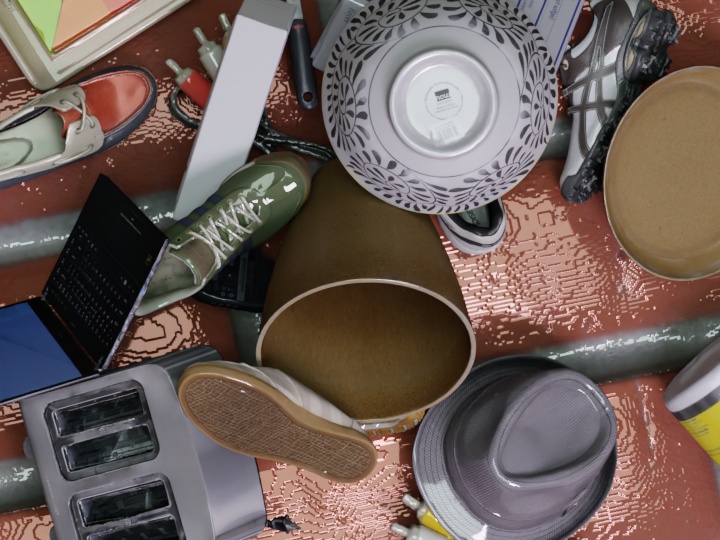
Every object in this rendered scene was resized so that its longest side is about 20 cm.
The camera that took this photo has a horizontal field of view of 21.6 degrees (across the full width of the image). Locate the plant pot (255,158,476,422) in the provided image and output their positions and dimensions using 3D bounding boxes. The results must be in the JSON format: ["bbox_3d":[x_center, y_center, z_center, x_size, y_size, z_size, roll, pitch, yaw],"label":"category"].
[{"bbox_3d":[0.000,0.000,1.657,0.186,0.186,0.200,1,46,-5],"label":"plant pot"}]

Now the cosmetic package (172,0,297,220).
[{"bbox_3d":[-0.113,-0.140,1.669,0.051,0.083,0.200,18,113,-5],"label":"cosmetic package"}]

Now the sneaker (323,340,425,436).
[{"bbox_3d":[-0.044,0.109,1.721,0.200,0.076,0.088,-4,70,-7],"label":"sneaker"}]

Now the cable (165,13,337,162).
[{"bbox_3d":[-0.099,-0.133,1.727,0.097,0.050,0.200,-41,92,-6],"label":"cable"}]

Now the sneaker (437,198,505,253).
[{"bbox_3d":[0.077,-0.110,1.717,0.076,0.088,0.200,-33,89,-4],"label":"sneaker"}]

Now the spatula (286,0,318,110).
[{"bbox_3d":[-0.062,-0.244,1.743,0.056,0.021,0.200,-7,78,-7],"label":"spatula"}]

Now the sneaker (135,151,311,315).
[{"bbox_3d":[-0.129,-0.023,1.628,0.200,0.090,0.067,-31,108,18],"label":"sneaker"}]

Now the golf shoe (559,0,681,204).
[{"bbox_3d":[0.220,-0.161,1.757,0.094,0.078,0.200,27,96,27],"label":"golf shoe"}]

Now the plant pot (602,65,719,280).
[{"bbox_3d":[0.303,-0.091,1.744,0.200,0.027,0.200,-6,103,-26],"label":"plant pot"}]

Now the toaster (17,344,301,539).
[{"bbox_3d":[-0.184,0.171,1.639,0.200,0.119,0.181,-16,90,22],"label":"toaster"}]

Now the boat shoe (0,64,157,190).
[{"bbox_3d":[-0.274,-0.130,1.705,0.200,0.063,0.071,-26,88,-7],"label":"boat shoe"}]

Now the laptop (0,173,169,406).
[{"bbox_3d":[-0.276,0.016,1.626,0.103,0.177,0.200,22,101,-33],"label":"laptop"}]

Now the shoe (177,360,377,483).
[{"bbox_3d":[-0.074,0.123,1.599,0.200,0.053,0.070,29,113,-30],"label":"shoe"}]

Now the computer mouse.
[{"bbox_3d":[-0.067,0.018,1.737,0.200,0.034,0.059,10,70,-10],"label":"computer mouse"}]

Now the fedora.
[{"bbox_3d":[0.154,0.158,1.692,0.200,0.090,0.177,-27,82,-23],"label":"fedora"}]

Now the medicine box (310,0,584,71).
[{"bbox_3d":[0.086,-0.228,1.685,0.200,0.103,0.182,27,53,-4],"label":"medicine box"}]

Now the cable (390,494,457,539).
[{"bbox_3d":[0.117,0.275,1.721,0.200,0.050,0.097,16,85,-4],"label":"cable"}]

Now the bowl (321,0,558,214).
[{"bbox_3d":[0.066,-0.140,1.552,0.201,0.094,0.201,0,98,1],"label":"bowl"}]

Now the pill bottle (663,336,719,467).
[{"bbox_3d":[0.384,0.156,1.729,0.114,0.114,0.200,-43,92,-6],"label":"pill bottle"}]

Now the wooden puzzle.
[{"bbox_3d":[-0.261,-0.291,1.726,0.200,0.037,0.185,-33,90,-6],"label":"wooden puzzle"}]
